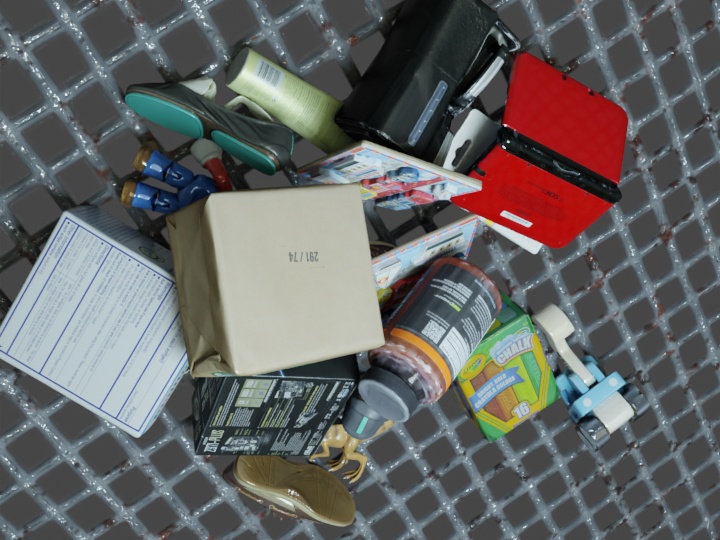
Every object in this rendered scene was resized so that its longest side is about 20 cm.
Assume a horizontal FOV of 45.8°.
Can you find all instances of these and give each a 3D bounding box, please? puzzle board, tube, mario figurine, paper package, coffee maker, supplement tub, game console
[{"bbox_3d":[0.027,-0.105,0.999,0.150,0.200,0.017,16,81,-23],"label":"puzzle board"},{"bbox_3d":[-0.067,-0.193,1.024,0.200,0.052,0.058,27,139,-29],"label":"tube"},{"bbox_3d":[-0.181,-0.078,1.023,0.199,0.106,0.124,24,134,-15],"label":"mario figurine"},{"bbox_3d":[-0.088,0.009,0.917,0.199,0.103,0.192,-8,87,-39],"label":"paper package"},{"bbox_3d":[0.058,-0.234,1.001,0.192,0.135,0.200,32,87,-9],"label":"coffee maker"},{"bbox_3d":[0.079,0.084,1.018,0.200,0.107,0.107,-49,121,-30],"label":"supplement tub"},{"bbox_3d":[0.064,0.016,1.088,0.199,0.017,0.151,-25,147,-29],"label":"puzzle board"},{"bbox_3d":[0.227,-0.145,1.078,0.199,0.119,0.172,21,133,-27],"label":"game console"}]

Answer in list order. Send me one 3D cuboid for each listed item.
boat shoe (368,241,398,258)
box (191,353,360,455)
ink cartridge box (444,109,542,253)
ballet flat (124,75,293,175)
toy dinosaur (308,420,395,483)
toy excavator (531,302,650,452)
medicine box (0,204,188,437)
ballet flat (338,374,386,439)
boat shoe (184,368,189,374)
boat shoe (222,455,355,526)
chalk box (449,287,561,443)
[{"bbox_3d":[0.000,0.000,1.086,0.199,0.072,0.072,14,104,-31],"label":"boat shoe"},{"bbox_3d":[-0.111,0.148,1.060,0.163,0.086,0.200,4,141,-20],"label":"box"},{"bbox_3d":[0.178,-0.122,1.119,0.200,0.068,0.117,30,98,-27],"label":"ink cartridge box"},{"bbox_3d":[-0.166,-0.176,0.974,0.199,0.068,0.069,27,67,-1],"label":"ballet flat"},{"bbox_3d":[-0.010,0.234,1.190,0.199,0.060,0.107,-3,109,-18],"label":"toy dinosaur"},{"bbox_3d":[0.323,0.154,1.258,0.100,0.200,0.195,-37,161,-3],"label":"toy excavator"},{"bbox_3d":[-0.281,0.054,0.976,0.200,0.103,0.183,32,98,-6],"label":"medicine box"},{"bbox_3d":[0.006,0.180,1.106,0.073,0.200,0.073,0,91,4],"label":"ballet flat"},{"bbox_3d":[-0.173,0.049,1.061,0.200,0.068,0.072,-44,117,0],"label":"boat shoe"},{"bbox_3d":[-0.100,0.311,1.191,0.200,0.072,0.072,27,136,-25],"label":"boat shoe"},{"bbox_3d":[0.167,0.105,1.160,0.125,0.124,0.200,-32,120,-5],"label":"chalk box"}]
